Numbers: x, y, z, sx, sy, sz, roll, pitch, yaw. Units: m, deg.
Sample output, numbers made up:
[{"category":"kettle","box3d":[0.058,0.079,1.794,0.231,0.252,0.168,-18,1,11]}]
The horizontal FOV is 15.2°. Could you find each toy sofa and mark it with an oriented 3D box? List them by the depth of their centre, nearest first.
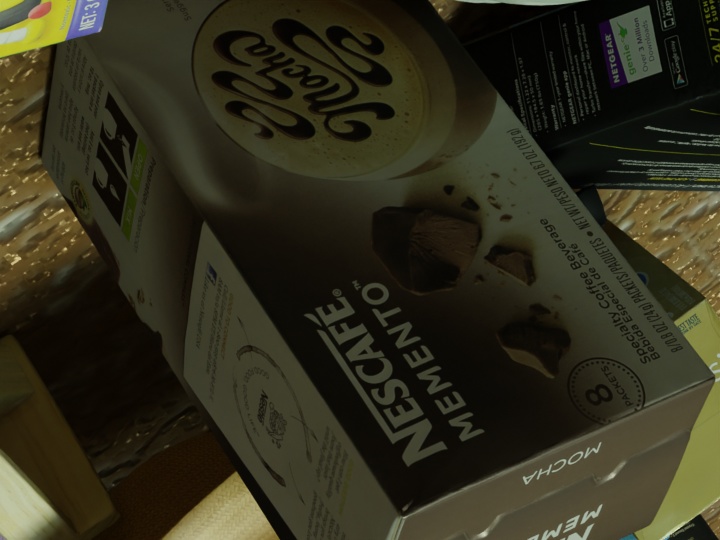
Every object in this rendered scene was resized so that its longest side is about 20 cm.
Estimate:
[{"category":"toy sofa","box3d":[-0.159,0.043,0.831,0.097,0.083,0.200,-35,153,-3]}]

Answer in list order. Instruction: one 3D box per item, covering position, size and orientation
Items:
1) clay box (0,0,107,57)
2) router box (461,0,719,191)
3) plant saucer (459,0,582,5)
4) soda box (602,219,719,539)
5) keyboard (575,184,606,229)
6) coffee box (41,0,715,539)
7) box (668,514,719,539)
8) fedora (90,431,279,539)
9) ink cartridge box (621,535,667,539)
[{"category":"clay box","box3d":[-0.151,-0.089,0.666,0.199,0.048,0.115,-19,149,-30]},{"category":"router box","box3d":[0.143,-0.069,0.958,0.149,0.051,0.199,-17,169,41]},{"category":"plant saucer","box3d":[0.098,-0.136,0.782,0.199,0.050,0.200,-27,156,-14]},{"category":"soda box","box3d":[0.096,0.034,1.006,0.068,0.064,0.200,-35,-167,1]},{"category":"keyboard","box3d":[0.047,0.014,0.971,0.104,0.040,0.200,-34,180,-16]},{"category":"coffee box","box3d":[0.000,0.000,0.811,0.112,0.200,0.080,-20,149,-26]},{"category":"box","box3d":[0.070,0.163,1.196,0.199,0.161,0.044,-26,152,-18]},{"category":"fedora","box3d":[-0.049,0.121,0.943,0.200,0.082,0.202,-25,133,-29]},{"category":"ink cartridge box","box3d":[0.013,0.100,1.077,0.199,0.115,0.068,-10,145,-40]}]
